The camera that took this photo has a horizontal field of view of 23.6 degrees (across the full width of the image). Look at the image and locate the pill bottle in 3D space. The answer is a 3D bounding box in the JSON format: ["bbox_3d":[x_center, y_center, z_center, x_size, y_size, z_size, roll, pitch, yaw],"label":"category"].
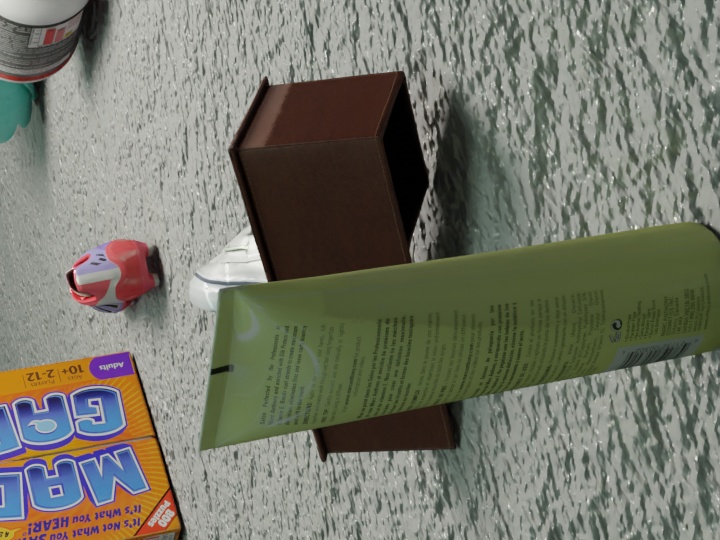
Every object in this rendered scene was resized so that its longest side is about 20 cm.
[{"bbox_3d":[-0.302,-0.260,1.573,0.200,0.116,0.116,134,125,-66],"label":"pill bottle"}]

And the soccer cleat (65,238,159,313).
[{"bbox_3d":[-0.238,0.006,1.570,0.200,0.076,0.067,167,93,-70],"label":"soccer cleat"}]

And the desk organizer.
[{"bbox_3d":[0.000,0.000,0.900,0.072,0.077,0.200,-71,-28,-53],"label":"desk organizer"}]

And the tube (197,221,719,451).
[{"bbox_3d":[0.039,0.019,0.620,0.052,0.200,0.058,179,82,-68],"label":"tube"}]

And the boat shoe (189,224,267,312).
[{"bbox_3d":[-0.046,-0.003,1.066,0.200,0.073,0.067,6,90,60],"label":"boat shoe"}]

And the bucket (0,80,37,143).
[{"bbox_3d":[-0.455,-0.238,1.895,0.207,0.207,0.135,-119,34,-44],"label":"bucket"}]

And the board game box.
[{"bbox_3d":[-0.301,0.228,1.659,0.200,0.200,0.200,107,148,-52],"label":"board game box"}]
